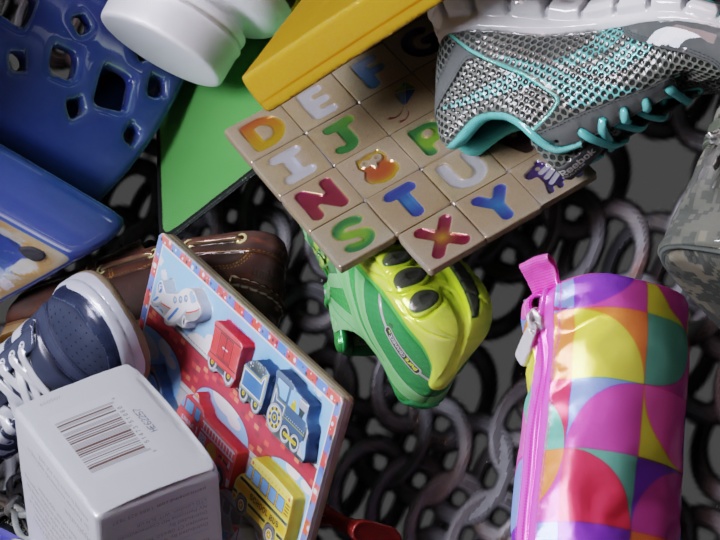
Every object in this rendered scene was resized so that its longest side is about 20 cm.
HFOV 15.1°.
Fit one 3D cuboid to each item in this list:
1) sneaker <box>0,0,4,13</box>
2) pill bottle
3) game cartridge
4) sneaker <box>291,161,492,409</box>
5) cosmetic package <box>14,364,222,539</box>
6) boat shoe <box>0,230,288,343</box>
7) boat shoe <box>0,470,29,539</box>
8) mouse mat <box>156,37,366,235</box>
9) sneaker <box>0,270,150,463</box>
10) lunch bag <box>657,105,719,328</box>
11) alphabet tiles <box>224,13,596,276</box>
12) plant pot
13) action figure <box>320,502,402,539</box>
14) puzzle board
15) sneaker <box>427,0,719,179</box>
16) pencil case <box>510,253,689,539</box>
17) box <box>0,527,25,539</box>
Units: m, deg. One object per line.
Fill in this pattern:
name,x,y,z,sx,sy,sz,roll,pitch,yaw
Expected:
sneaker,-0.310,-0.220,1.812,0.075,0.088,0.200,-53,49,14
pill bottle,-0.064,-0.207,1.521,0.109,0.109,0.200,17,74,47
game cartridge,0.041,-0.171,1.401,0.176,0.032,0.200,-30,17,34
sneaker,0.000,0.000,1.416,0.200,0.074,0.084,58,134,51
cosmetic package,-0.120,0.162,1.402,0.102,0.074,0.200,47,149,44
boat shoe,-0.121,0.017,1.544,0.200,0.070,0.070,-4,65,36
boat shoe,-0.179,0.148,1.543,0.074,0.068,0.200,23,89,47
mouse mat,-0.061,-0.123,1.548,0.161,0.008,0.200,-36,36,26
sneaker,-0.190,0.066,1.463,0.070,0.108,0.200,59,152,1
lunch bag,0.247,-0.039,1.158,0.200,0.139,0.168,8,63,46
alphabet tiles,0.029,-0.077,1.407,0.166,0.006,0.200,-30,45,-11
plant pot,-0.234,-0.090,1.562,0.200,0.200,0.180,-25,44,47
action figure,-0.053,0.130,1.442,0.200,0.052,0.066,24,86,52
puzzle board,-0.076,0.089,1.413,0.200,0.017,0.151,40,121,50
sneaker,0.121,-0.088,1.332,0.200,0.078,0.091,5,84,34
pencil case,0.107,0.098,1.270,0.088,0.088,0.201,-15,64,40
box,-0.181,0.215,1.442,0.119,0.041,0.201,8,113,65
